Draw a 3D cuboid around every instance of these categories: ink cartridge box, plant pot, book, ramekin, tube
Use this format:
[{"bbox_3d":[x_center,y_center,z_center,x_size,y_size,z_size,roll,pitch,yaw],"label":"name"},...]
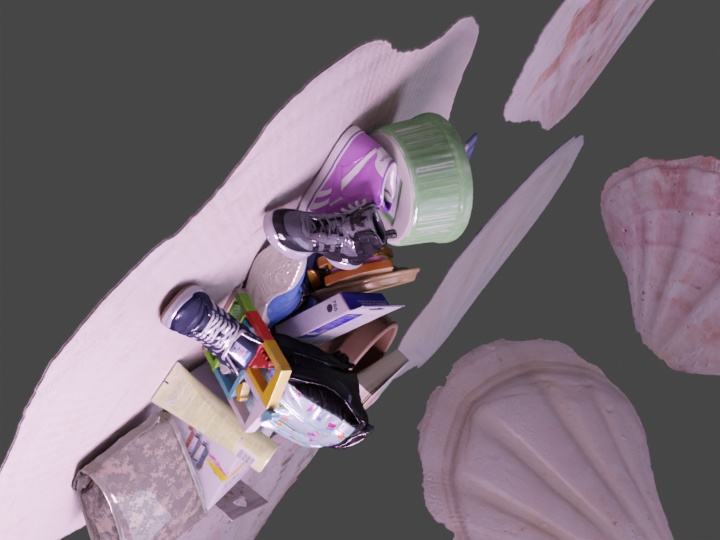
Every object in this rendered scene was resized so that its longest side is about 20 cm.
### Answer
[{"bbox_3d":[-0.231,0.255,1.708,0.201,0.144,0.145,-57,170,30],"label":"ink cartridge box"},{"bbox_3d":[-0.272,0.392,1.884,0.045,0.176,0.200,-51,167,6],"label":"ink cartridge box"},{"bbox_3d":[-0.034,0.071,1.626,0.199,0.040,0.099,-26,161,39],"label":"ink cartridge box"},{"bbox_3d":[-0.057,0.120,1.877,0.200,0.174,0.200,-47,167,-14],"label":"plant pot"},{"bbox_3d":[0.005,0.227,1.911,0.134,0.048,0.200,-53,169,25],"label":"book"},{"bbox_3d":[0.076,-0.133,1.583,0.097,0.201,0.201,-12,149,-26],"label":"ramekin"},{"bbox_3d":[-0.216,0.224,1.570,0.058,0.199,0.052,-55,-179,-28],"label":"tube"}]

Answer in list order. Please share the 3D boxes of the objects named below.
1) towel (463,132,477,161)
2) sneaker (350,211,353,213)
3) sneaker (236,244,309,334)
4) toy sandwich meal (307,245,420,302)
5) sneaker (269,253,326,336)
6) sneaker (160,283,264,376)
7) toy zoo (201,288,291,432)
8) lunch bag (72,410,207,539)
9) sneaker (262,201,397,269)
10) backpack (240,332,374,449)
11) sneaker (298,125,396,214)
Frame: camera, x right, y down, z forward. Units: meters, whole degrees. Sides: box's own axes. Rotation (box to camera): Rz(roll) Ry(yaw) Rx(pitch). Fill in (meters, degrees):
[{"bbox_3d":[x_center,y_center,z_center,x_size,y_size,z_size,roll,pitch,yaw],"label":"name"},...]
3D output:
[{"bbox_3d":[0.167,-0.186,2.155,0.200,0.024,0.147,-45,164,-33],"label":"towel"},{"bbox_3d":[-0.023,-0.066,1.753,0.087,0.076,0.200,-33,163,-5],"label":"sneaker"},{"bbox_3d":[-0.116,0.014,1.594,0.111,0.077,0.201,-33,158,-51],"label":"sneaker"},{"bbox_3d":[0.000,0.000,1.668,0.203,0.071,0.205,-13,177,-1],"label":"toy sandwich meal"},{"bbox_3d":[-0.113,0.042,1.731,0.070,0.077,0.202,-9,115,-68],"label":"sneaker"},{"bbox_3d":[-0.199,0.085,1.431,0.070,0.108,0.200,-50,167,-3],"label":"sneaker"},{"bbox_3d":[-0.164,0.143,1.536,0.020,0.201,0.132,3,130,-41],"label":"toy zoo"},{"bbox_3d":[-0.339,0.327,1.584,0.164,0.117,0.202,-35,130,-39],"label":"lunch bag"},{"bbox_3d":[-0.038,-0.062,1.476,0.113,0.076,0.199,-26,151,37],"label":"sneaker"},{"bbox_3d":[-0.090,0.189,1.615,0.127,0.168,0.199,-45,130,17],"label":"backpack"},{"bbox_3d":[-0.018,-0.100,1.540,0.073,0.114,0.201,-35,161,-55],"label":"sneaker"}]
